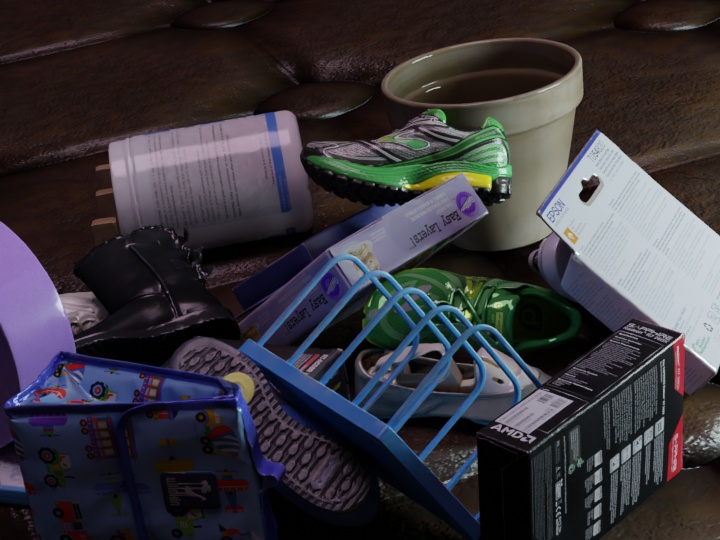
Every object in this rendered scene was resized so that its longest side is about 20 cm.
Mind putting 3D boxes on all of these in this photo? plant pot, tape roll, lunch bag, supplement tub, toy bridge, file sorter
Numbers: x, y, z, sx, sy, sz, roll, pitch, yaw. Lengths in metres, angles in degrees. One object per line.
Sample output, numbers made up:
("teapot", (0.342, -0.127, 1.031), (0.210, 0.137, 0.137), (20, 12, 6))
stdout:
("plant pot", (0.130, -0.120, 1.929), (0.199, 0.174, 0.200), (-7, 23, 3))
("tape roll", (-0.331, 0.050, 1.631), (0.200, 0.201, 0.066), (12, 32, 40))
("lunch bag", (-0.146, 0.149, 1.441), (0.199, 0.151, 0.094), (0, 25, 22))
("supplement tub", (-0.155, -0.089, 2.021), (0.199, 0.132, 0.132), (-9, 23, -3))
("toy bridge", (-0.266, -0.054, 2.061), (0.027, 0.067, 0.200), (-10, 22, -2))
("file sorter", (0.032, 0.088, 1.472), (0.123, 0.139, 0.200), (-49, 37, -10))

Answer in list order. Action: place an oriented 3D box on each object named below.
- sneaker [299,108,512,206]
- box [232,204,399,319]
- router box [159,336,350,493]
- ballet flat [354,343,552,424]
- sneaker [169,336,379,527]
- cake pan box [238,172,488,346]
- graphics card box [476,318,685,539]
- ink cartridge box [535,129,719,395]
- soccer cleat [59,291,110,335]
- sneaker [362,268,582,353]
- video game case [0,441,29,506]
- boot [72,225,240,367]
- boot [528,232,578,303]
("sneaker", (0.043, -0.106, 1.807), (0.199, 0.085, 0.078), (1, -13, 1))
("box", (-0.041, -0.015, 1.852), (0.200, 0.032, 0.121), (-31, 0, -45))
("router box", (-0.119, 0.128, 1.592), (0.149, 0.062, 0.200), (4, 26, 29))
("ballet flat", (0.086, 0.092, 1.596), (0.199, 0.064, 0.067), (1, 25, 21))
("sneaker", (-0.068, 0.130, 1.477), (0.200, 0.078, 0.066), (37, 75, 19))
("cake pan box", (0.000, 0.000, 1.741), (0.200, 0.052, 0.184), (-31, -3, -42))
("graphics card box", (0.163, 0.132, 1.396), (0.051, 0.126, 0.200), (19, 36, 35))
("ink cartridge box", (0.241, -0.011, 1.650), (0.041, 0.200, 0.200), (-48, 0, 34))
("soccer cleat", (-0.251, 0.052, 1.815), (0.200, 0.070, 0.077), (-21, 29, -32))
("sneaker", (0.098, 0.034, 1.648), (0.199, 0.074, 0.084), (0, -1, -17))
("video game case", (-0.316, 0.153, 1.664), (0.199, 0.018, 0.143), (3, 25, 26))
("boot", (-0.217, 0.035, 1.744), (0.198, 0.074, 0.163), (-17, 41, -20))
("boot", (0.190, -0.004, 1.733), (0.095, 0.074, 0.200), (-3, -4, 35))
